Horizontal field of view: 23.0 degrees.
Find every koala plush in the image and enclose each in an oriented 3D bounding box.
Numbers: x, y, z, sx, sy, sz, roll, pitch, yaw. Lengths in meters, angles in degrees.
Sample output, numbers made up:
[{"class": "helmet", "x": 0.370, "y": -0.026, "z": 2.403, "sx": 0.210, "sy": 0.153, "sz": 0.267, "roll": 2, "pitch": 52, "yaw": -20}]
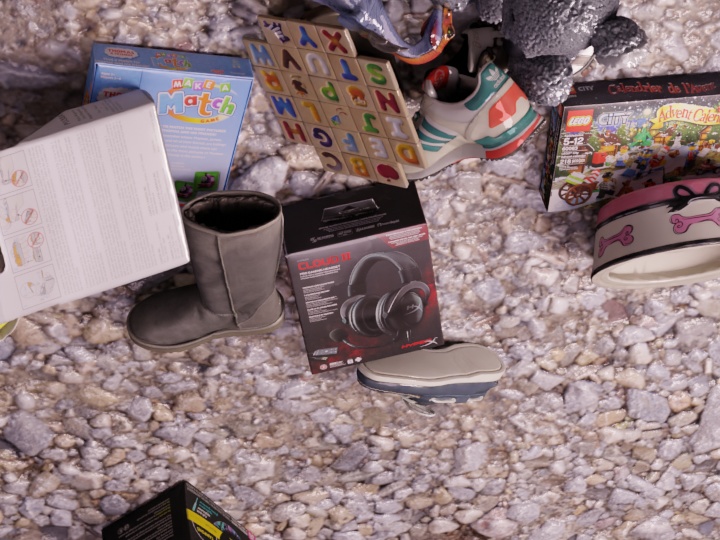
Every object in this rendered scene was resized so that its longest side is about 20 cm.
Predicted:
[{"class": "koala plush", "x": 0.168, "y": -0.244, "z": 1.517, "sx": 0.184, "sy": 0.200, "sz": 0.177, "roll": -44, "pitch": 103, "yaw": 10}]

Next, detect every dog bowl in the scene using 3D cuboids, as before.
[{"class": "dog bowl", "x": 0.330, "y": -0.038, "z": 1.813, "sx": 0.197, "sy": 0.075, "sz": 0.200, "roll": -6, "pitch": 168, "yaw": -1}]

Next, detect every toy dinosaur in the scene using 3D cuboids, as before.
[{"class": "toy dinosaur", "x": -0.005, "y": -0.253, "z": 1.532, "sx": 0.105, "sy": 0.199, "sz": 0.182, "roll": -49, "pitch": 128, "yaw": -12}]

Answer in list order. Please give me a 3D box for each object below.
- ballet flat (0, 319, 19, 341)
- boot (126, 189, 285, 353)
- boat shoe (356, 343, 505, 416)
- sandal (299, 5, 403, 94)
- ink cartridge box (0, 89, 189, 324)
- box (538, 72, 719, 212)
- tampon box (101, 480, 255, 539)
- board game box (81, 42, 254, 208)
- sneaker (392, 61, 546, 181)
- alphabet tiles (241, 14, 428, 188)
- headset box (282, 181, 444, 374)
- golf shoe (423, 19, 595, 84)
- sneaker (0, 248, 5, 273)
[{"class": "ballet flat", "x": -0.399, "y": 0.069, "z": 1.789, "sx": 0.200, "sy": 0.067, "sz": 0.067, "roll": -43, "pitch": 142, "yaw": 23}, {"class": "boot", "x": -0.156, "y": 0.002, "z": 1.740, "sx": 0.180, "sy": 0.073, "sz": 0.200, "roll": -13, "pitch": 155, "yaw": -3}, {"class": "boat shoe", "x": 0.071, "y": 0.119, "z": 1.928, "sx": 0.199, "sy": 0.075, "sz": 0.062, "roll": -4, "pitch": 129, "yaw": -43}, {"class": "sandal", "x": 0.001, "y": -0.171, "z": 1.670, "sx": 0.081, "sy": 0.055, "sz": 0.201, "roll": -18, "pitch": 134, "yaw": 2}, {"class": "ink cartridge box", "x": -0.265, "y": -0.057, "z": 1.597, "sx": 0.198, "sy": 0.057, "sz": 0.164, "roll": -17, "pitch": 116, "yaw": -14}, {"class": "box", "x": 0.287, "y": -0.130, "z": 1.795, "sx": 0.197, "sy": 0.038, "sz": 0.138, "roll": -6, "pitch": 134, "yaw": -10}, {"class": "tampon box", "x": -0.197, "y": 0.378, "z": 2.030, "sx": 0.126, "sy": 0.201, "sz": 0.150, "roll": -31, "pitch": 133, "yaw": 15}, {"class": "board game box", "x": -0.195, "y": -0.119, "z": 1.681, "sx": 0.149, "sy": 0.037, "sz": 0.201, "roll": 4, "pitch": 133, "yaw": -18}, {"class": "sneaker", "x": 0.079, "y": -0.146, "z": 1.634, "sx": 0.199, "sy": 0.070, "sz": 0.094, "roll": -8, "pitch": 122, "yaw": 52}, {"class": "alphabet tiles", "x": -0.024, "y": -0.155, "z": 1.637, "sx": 0.165, "sy": 0.006, "sz": 0.201, "roll": 14, "pitch": 145, "yaw": 32}, {"class": "headset box", "x": 0.000, "y": 0.000, "z": 1.815, "sx": 0.147, "sy": 0.078, "sz": 0.201, "roll": -12, "pitch": 136, "yaw": -3}, {"class": "golf shoe", "x": 0.148, "y": -0.205, "z": 1.663, "sx": 0.199, "sy": 0.078, "sz": 0.094, "roll": -38, "pitch": 130, "yaw": 19}, {"class": "sneaker", "x": -0.344, "y": -0.029, "z": 1.665, "sx": 0.198, "sy": 0.100, "sz": 0.078, "roll": -5, "pitch": 130, "yaw": 15}]
